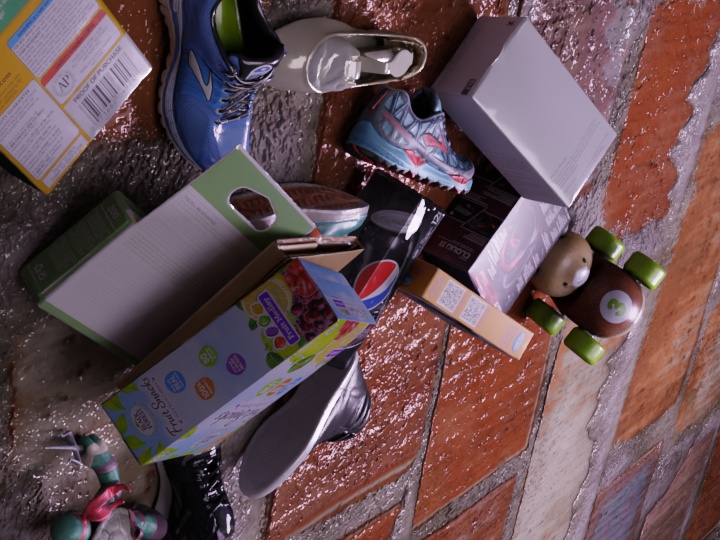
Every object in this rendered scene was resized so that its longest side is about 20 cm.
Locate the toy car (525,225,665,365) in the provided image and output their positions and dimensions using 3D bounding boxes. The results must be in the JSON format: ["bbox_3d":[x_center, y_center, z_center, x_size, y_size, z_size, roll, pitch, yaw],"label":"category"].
[{"bbox_3d":[0.287,0.003,1.552,0.164,0.158,0.200,-51,136,2],"label":"toy car"}]

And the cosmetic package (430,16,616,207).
[{"bbox_3d":[0.181,-0.173,1.258,0.200,0.081,0.113,44,75,-32],"label":"cosmetic package"}]

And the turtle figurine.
[{"bbox_3d":[-0.242,0.236,1.015,0.150,0.101,0.200,-54,153,-13],"label":"turtle figurine"}]

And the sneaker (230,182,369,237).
[{"bbox_3d":[-0.078,-0.030,1.075,0.200,0.071,0.080,-12,124,-41],"label":"sneaker"}]

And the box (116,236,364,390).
[{"bbox_3d":[-0.102,0.039,1.013,0.200,0.021,0.163,-41,168,20],"label":"box"}]

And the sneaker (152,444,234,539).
[{"bbox_3d":[-0.152,0.220,1.130,0.076,0.087,0.200,-19,128,-47],"label":"sneaker"}]

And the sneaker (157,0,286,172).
[{"bbox_3d":[-0.110,-0.158,0.912,0.079,0.089,0.200,-34,138,-36],"label":"sneaker"}]

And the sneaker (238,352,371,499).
[{"bbox_3d":[-0.051,0.181,1.259,0.200,0.071,0.099,-54,142,-20],"label":"sneaker"}]

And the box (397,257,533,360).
[{"bbox_3d":[0.103,0.038,1.276,0.200,0.119,0.042,35,85,-38],"label":"box"}]

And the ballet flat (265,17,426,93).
[{"bbox_3d":[-0.010,-0.194,1.049,0.200,0.069,0.070,-17,127,-48],"label":"ballet flat"}]

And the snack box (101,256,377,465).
[{"bbox_3d":[-0.095,0.078,0.968,0.200,0.068,0.169,-36,170,8],"label":"snack box"}]

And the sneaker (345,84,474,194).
[{"bbox_3d":[0.071,-0.139,1.192,0.200,0.079,0.096,12,101,-57],"label":"sneaker"}]

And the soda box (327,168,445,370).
[{"bbox_3d":[0.000,0.000,1.181,0.200,0.071,0.063,-58,150,4],"label":"soda box"}]

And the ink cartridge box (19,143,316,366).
[{"bbox_3d":[-0.152,-0.018,0.932,0.200,0.048,0.146,-40,146,2],"label":"ink cartridge box"}]

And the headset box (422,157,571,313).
[{"bbox_3d":[0.164,-0.037,1.400,0.200,0.075,0.149,-54,147,-13],"label":"headset box"}]

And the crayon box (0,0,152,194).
[{"bbox_3d":[-0.238,-0.159,0.765,0.126,0.052,0.200,-54,147,-14],"label":"crayon box"}]
